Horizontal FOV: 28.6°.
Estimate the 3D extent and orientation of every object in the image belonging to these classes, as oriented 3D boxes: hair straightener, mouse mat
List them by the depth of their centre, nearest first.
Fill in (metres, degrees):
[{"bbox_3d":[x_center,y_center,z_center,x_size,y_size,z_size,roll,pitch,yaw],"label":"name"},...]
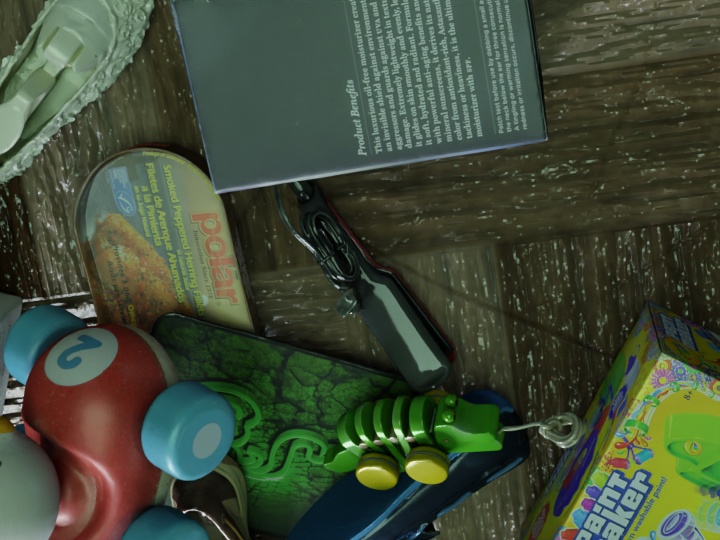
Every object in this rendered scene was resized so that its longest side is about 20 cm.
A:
[{"bbox_3d":[0.000,0.000,0.972,0.041,0.077,0.201,-29,100,15],"label":"hair straightener"},{"bbox_3d":[-0.072,0.122,1.024,0.199,0.008,0.162,16,113,-10],"label":"mouse mat"}]

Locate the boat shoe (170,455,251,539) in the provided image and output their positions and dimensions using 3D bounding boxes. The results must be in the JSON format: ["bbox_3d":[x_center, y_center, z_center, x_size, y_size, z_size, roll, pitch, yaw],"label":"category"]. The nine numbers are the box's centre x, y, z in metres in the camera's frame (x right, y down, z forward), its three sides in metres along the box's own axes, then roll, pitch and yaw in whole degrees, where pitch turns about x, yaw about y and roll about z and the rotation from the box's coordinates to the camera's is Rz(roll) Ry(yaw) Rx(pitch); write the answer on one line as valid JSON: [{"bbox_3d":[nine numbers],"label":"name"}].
[{"bbox_3d":[-0.100,0.229,1.033,0.072,0.072,0.201,-5,121,3],"label":"boat shoe"}]

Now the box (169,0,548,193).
[{"bbox_3d":[0.009,-0.137,0.871,0.197,0.200,0.124,-8,105,9],"label":"box"}]

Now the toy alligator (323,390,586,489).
[{"bbox_3d":[0.051,0.105,0.960,0.199,0.059,0.054,-12,133,29],"label":"toy alligator"}]

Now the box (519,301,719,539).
[{"bbox_3d":[0.237,0.162,0.969,0.192,0.122,0.201,26,107,0],"label":"box"}]

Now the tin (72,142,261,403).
[{"bbox_3d":[-0.135,0.007,1.011,0.111,0.042,0.201,-8,105,13],"label":"tin"}]

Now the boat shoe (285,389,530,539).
[{"bbox_3d":[0.037,0.171,1.009,0.200,0.084,0.069,-34,119,9],"label":"boat shoe"}]

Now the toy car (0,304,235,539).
[{"bbox_3d":[-0.219,0.126,0.915,0.184,0.200,0.178,23,107,36],"label":"toy car"}]

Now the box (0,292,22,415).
[{"bbox_3d":[-0.369,0.103,1.014,0.198,0.131,0.201,14,107,2],"label":"box"}]

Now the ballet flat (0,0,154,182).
[{"bbox_3d":[-0.211,-0.132,0.967,0.072,0.072,0.200,38,105,-5],"label":"ballet flat"}]
